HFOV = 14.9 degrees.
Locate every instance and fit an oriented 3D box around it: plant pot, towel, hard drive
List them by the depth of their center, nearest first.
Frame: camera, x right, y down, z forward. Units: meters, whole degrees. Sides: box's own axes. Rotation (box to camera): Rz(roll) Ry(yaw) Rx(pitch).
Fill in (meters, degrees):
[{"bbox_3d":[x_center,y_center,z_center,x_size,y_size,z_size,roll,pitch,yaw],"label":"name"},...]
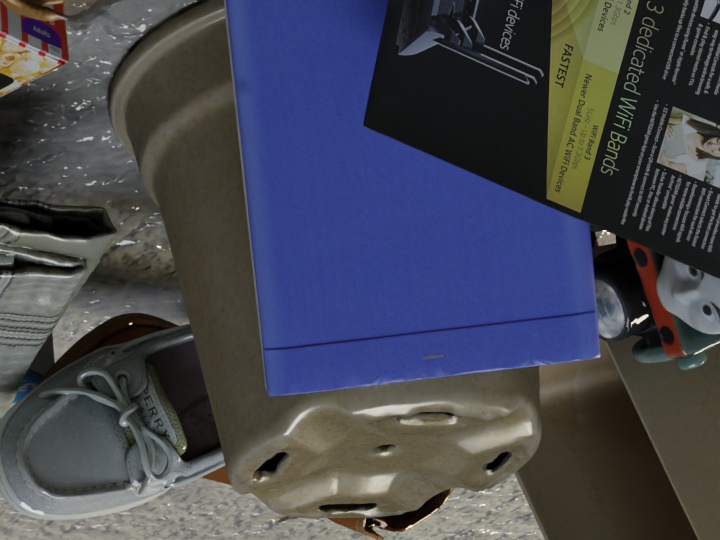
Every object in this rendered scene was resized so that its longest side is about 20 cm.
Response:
[{"bbox_3d":[0.019,-0.059,1.059,0.131,0.201,0.025,-6,-170,-4],"label":"hard drive"},{"bbox_3d":[0.000,0.000,1.181,0.200,0.184,0.201,-7,157,-3],"label":"plant pot"},{"bbox_3d":[-0.223,0.023,1.195,0.192,0.035,0.200,7,147,-21],"label":"towel"},{"bbox_3d":[0.192,0.087,1.281,0.176,0.200,0.200,-19,162,-16],"label":"plant pot"}]

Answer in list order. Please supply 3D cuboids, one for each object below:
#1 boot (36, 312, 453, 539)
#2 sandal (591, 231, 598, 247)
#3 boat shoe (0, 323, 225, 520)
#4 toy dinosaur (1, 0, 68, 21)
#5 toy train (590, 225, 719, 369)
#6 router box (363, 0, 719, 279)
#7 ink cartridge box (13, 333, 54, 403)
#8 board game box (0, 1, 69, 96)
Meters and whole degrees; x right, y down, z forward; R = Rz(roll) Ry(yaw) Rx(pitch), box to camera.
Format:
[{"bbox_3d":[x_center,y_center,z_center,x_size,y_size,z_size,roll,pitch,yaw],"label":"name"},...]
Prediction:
[{"bbox_3d":[-0.059,0.090,1.339,0.200,0.155,0.077,-11,130,-54],"label":"boot"},{"bbox_3d":[0.085,-0.014,1.347,0.075,0.045,0.200,-5,156,-7],"label":"sandal"},{"bbox_3d":[-0.073,0.057,1.265,0.201,0.075,0.065,-17,171,-23],"label":"boat shoe"},{"bbox_3d":[-0.143,-0.145,0.991,0.199,0.061,0.106,-10,132,-9],"label":"toy dinosaur"},{"bbox_3d":[0.185,-0.020,1.148,0.200,0.086,0.114,-21,-175,-33],"label":"toy train"},{"bbox_3d":[0.095,-0.109,0.945,0.157,0.052,0.200,25,131,14],"label":"router box"},{"bbox_3d":[-0.261,0.042,1.329,0.199,0.068,0.115,-20,153,23],"label":"ink cartridge box"},{"bbox_3d":[-0.238,-0.085,1.081,0.200,0.046,0.151,-23,152,29],"label":"board game box"}]
